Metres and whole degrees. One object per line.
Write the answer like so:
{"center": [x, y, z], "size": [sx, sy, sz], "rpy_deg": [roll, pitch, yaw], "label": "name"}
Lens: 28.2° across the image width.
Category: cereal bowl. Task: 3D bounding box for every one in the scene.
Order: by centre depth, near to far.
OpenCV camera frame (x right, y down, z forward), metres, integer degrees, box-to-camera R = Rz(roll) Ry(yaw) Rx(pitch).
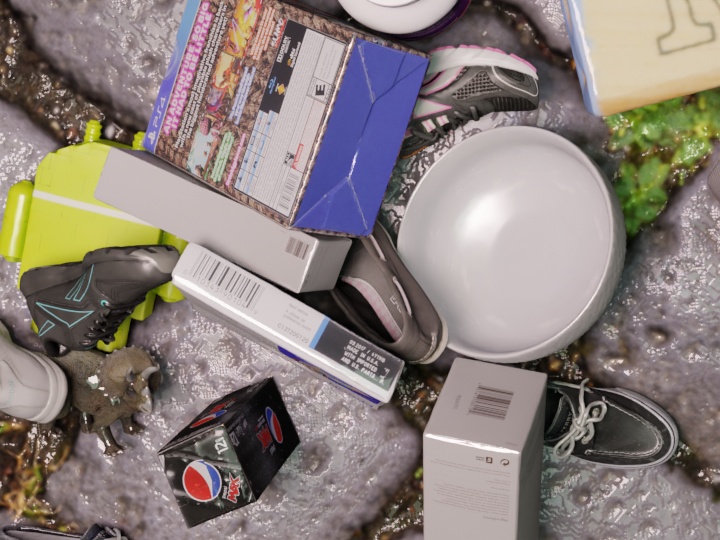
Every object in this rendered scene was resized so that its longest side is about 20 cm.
{"center": [0.134, -0.017, 1.209], "size": [0.199, 0.083, 0.201], "rpy_deg": [-7, 76, 30], "label": "cereal bowl"}

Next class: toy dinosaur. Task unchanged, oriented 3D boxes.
{"center": [-0.246, 0.106, 1.288], "size": [0.199, 0.077, 0.103], "rpy_deg": [9, 112, 27], "label": "toy dinosaur"}

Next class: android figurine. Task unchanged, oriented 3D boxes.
{"center": [-0.236, -0.032, 1.289], "size": [0.181, 0.041, 0.201], "rpy_deg": [12, 100, 6], "label": "android figurine"}

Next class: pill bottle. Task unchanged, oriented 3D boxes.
{"center": [0.035, -0.245, 1.153], "size": [0.112, 0.200, 0.113], "rpy_deg": [1, 97, 6], "label": "pill bottle"}

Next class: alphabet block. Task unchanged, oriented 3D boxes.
{"center": [0.256, -0.240, 1.134], "size": [0.199, 0.195, 0.197], "rpy_deg": [-14, 97, 9], "label": "alphabet block"}

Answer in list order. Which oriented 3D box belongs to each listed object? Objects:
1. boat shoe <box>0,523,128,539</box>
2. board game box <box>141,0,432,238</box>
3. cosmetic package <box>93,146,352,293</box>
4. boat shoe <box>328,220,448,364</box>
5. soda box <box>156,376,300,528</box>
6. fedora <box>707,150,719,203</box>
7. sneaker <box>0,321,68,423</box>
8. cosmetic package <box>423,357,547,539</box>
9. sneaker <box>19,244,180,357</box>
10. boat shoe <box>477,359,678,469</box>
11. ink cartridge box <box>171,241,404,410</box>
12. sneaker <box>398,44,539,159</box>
{"center": [-0.239, 0.267, 1.312], "size": [0.199, 0.072, 0.068], "rpy_deg": [5, 99, 13], "label": "boat shoe"}
{"center": [-0.064, -0.137, 1.176], "size": [0.200, 0.097, 0.160], "rpy_deg": [30, 105, 39], "label": "board game box"}
{"center": [-0.114, -0.042, 1.186], "size": [0.199, 0.082, 0.051], "rpy_deg": [24, 101, 17], "label": "cosmetic package"}
{"center": [0.000, 0.000, 1.210], "size": [0.067, 0.057, 0.200], "rpy_deg": [-52, 55, 16], "label": "boat shoe"}
{"center": [-0.107, 0.150, 1.214], "size": [0.063, 0.200, 0.071], "rpy_deg": [-22, 93, 10], "label": "soda box"}
{"center": [0.354, -0.090, 1.172], "size": [0.200, 0.177, 0.090], "rpy_deg": [-49, 60, 17], "label": "fedora"}
{"center": [-0.350, 0.074, 1.261], "size": [0.199, 0.088, 0.076], "rpy_deg": [19, 92, 35], "label": "sneaker"}
{"center": [0.104, 0.187, 1.198], "size": [0.084, 0.108, 0.201], "rpy_deg": [10, 125, 15], "label": "cosmetic package"}
{"center": [-0.213, 0.024, 1.204], "size": [0.199, 0.075, 0.080], "rpy_deg": [-14, 81, 47], "label": "sneaker"}
{"center": [0.180, 0.126, 1.244], "size": [0.198, 0.068, 0.074], "rpy_deg": [22, 99, 3], "label": "boat shoe"}
{"center": [-0.058, 0.052, 1.207], "size": [0.197, 0.200, 0.044], "rpy_deg": [29, 82, 2], "label": "ink cartridge box"}
{"center": [0.055, -0.135, 1.218], "size": [0.199, 0.080, 0.087], "rpy_deg": [0, 77, 18], "label": "sneaker"}
